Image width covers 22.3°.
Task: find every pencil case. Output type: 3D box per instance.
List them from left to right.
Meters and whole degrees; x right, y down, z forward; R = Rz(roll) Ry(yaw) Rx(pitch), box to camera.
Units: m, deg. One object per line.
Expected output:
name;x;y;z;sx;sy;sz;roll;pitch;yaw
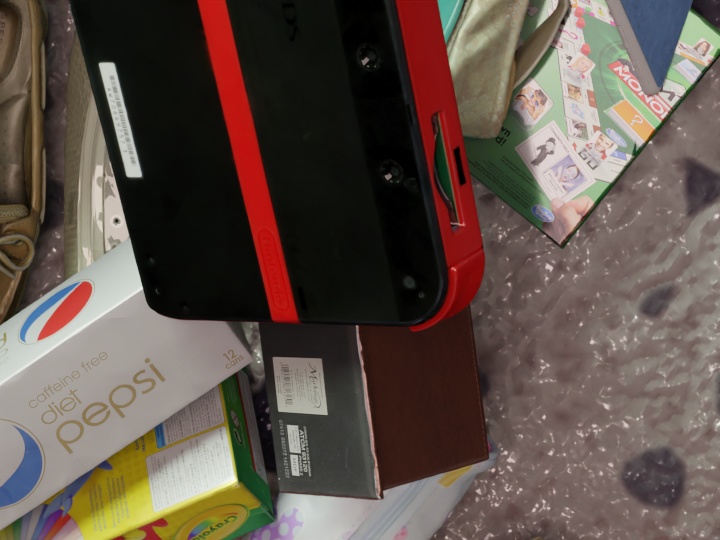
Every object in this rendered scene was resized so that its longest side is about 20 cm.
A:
pencil case;-0.016;0.141;0.937;0.083;0.091;0.200;37;99;2

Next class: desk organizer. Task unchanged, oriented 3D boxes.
desk organizer;0.000;0.000;0.860;0.072;0.077;0.201;-4;95;48

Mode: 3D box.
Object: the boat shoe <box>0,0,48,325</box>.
boat shoe;-0.197;-0.055;0.954;0.073;0.063;0.202;10;94;-17

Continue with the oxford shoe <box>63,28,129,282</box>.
oxford shoe;-0.123;-0.059;0.953;0.057;0.075;0.201;0;92;-17

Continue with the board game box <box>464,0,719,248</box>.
board game box;0.068;-0.126;0.929;0.200;0.029;0.135;40;99;4

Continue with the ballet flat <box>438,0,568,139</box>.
ballet flat;0.079;-0.158;0.888;0.062;0.067;0.201;20;103;-18

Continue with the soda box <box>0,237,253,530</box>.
soda box;-0.155;0.063;0.901;0.200;0.064;0.068;-34;117;3

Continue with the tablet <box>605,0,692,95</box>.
tablet;0.124;-0.183;0.818;0.014;0.200;0.131;10;67;29

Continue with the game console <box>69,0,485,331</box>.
game console;-0.040;-0.069;0.778;0.176;0.031;0.201;2;114;34

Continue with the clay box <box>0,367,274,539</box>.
clay box;-0.149;0.111;0.950;0.199;0.048;0.115;-24;49;12

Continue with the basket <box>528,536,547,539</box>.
basket;0.095;0.244;0.892;0.139;0.176;0.200;-46;73;25
